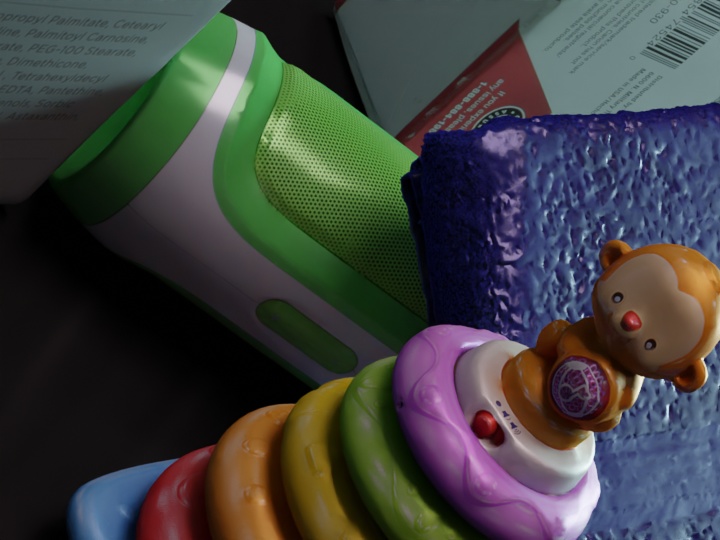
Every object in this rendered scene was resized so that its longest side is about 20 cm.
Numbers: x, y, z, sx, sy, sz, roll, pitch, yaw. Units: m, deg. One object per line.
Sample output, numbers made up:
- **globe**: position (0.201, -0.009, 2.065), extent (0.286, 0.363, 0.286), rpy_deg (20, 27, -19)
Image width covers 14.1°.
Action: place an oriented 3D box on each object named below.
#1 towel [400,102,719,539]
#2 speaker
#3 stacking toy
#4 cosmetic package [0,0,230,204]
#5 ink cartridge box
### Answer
- **towel**: position (0.078, 0.050, 0.904), extent (0.148, 0.050, 0.200), rpy_deg (-5, 89, -44)
- **speaker**: position (0.000, 0.000, 0.940), extent (0.200, 0.088, 0.088), rpy_deg (36, 33, -20)
- **stacking toy**: position (0.024, 0.058, 0.792), extent (0.110, 0.200, 0.116), rpy_deg (-8, 63, -55)
- **cosmetic package**: position (-0.128, -0.140, 0.818), extent (0.166, 0.200, 0.167), rpy_deg (1, 56, -52)
- **ink cartridge box**: position (0.114, -0.089, 1.124), extent (0.200, 0.147, 0.083), rpy_deg (19, 40, -42)
